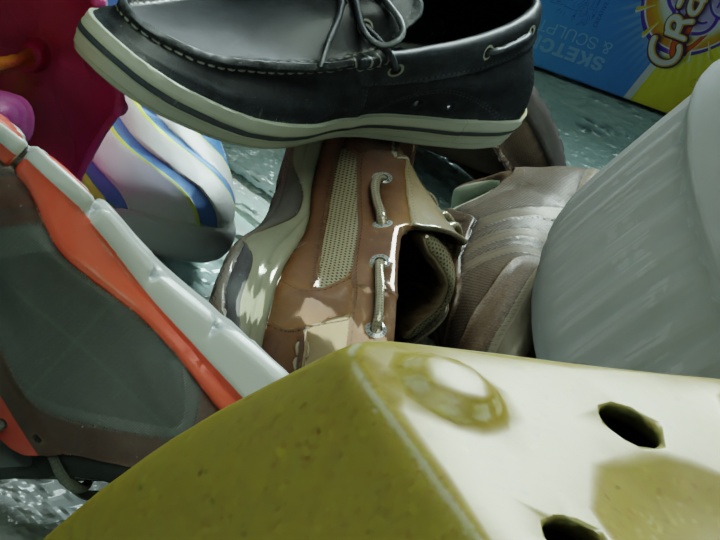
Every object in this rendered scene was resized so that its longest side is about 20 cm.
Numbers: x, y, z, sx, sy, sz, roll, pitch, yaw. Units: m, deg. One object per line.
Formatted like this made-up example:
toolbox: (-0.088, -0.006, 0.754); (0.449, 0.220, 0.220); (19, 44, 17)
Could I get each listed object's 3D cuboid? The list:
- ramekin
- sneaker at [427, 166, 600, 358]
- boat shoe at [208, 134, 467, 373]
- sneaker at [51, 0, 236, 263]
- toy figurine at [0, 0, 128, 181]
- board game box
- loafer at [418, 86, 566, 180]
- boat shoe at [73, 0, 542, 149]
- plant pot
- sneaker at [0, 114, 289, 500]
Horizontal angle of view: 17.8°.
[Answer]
ramekin: (0.147, 0.031, 0.782); (0.200, 0.105, 0.201); (35, 38, -33)
sneaker: (0.049, 0.016, 0.862); (0.075, 0.071, 0.200); (5, 22, 16)
boat shoe: (0.000, 0.000, 0.803); (0.071, 0.076, 0.200); (11, 33, 8)
sneaker: (-0.089, -0.091, 0.869); (0.075, 0.105, 0.200); (7, 30, -35)
toy figurine: (-0.158, -0.061, 0.747); (0.184, 0.150, 0.201); (18, 46, -38)
board game box: (0.187, -0.154, 1.202); (0.199, 0.153, 0.040); (17, 27, -17)
loafer: (0.005, -0.087, 1.016); (0.200, 0.071, 0.073); (40, -16, 15)
boat shoe: (-0.012, -0.081, 0.795); (0.199, 0.062, 0.075); (-1, 34, -42)
plant pot: (0.027, 0.128, 0.435); (0.194, 0.201, 0.196); (8, 31, -34)
sneaker: (-0.093, 0.017, 0.652); (0.200, 0.082, 0.077); (42, -2, 2)
